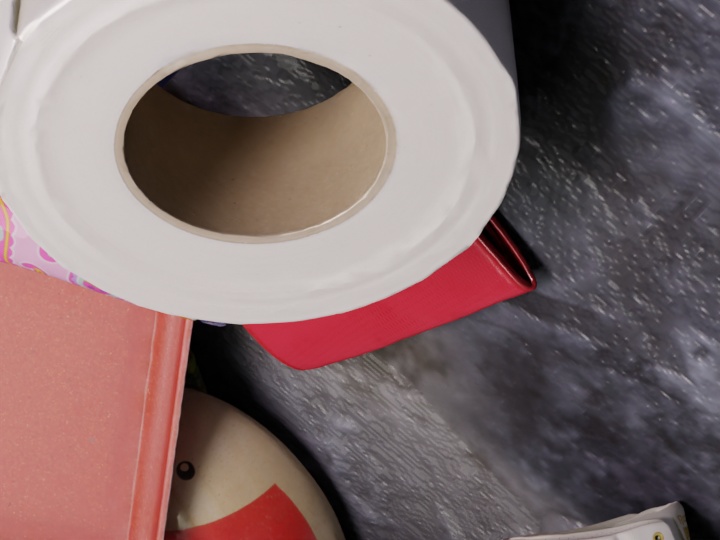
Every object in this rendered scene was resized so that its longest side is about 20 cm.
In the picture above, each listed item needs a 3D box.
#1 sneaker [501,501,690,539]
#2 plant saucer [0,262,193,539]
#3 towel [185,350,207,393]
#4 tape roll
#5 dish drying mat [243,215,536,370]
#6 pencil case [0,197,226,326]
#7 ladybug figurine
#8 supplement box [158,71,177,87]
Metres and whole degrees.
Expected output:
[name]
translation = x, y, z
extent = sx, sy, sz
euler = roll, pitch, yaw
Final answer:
[sneaker]
translation = 0.154, 0.161, 1.189
extent = 0.199, 0.116, 0.074
euler = 5, 176, -5
[plant saucer]
translation = -0.185, 0.057, 1.310
extent = 0.199, 0.037, 0.201
euler = 8, 106, -3
[towel]
translation = -0.103, 0.102, 1.452
extent = 0.086, 0.018, 0.200
euler = 21, 144, 31
[tape roll]
translation = -0.041, -0.070, 1.018
extent = 0.201, 0.071, 0.203
euler = -1, 139, -1
[dish drying mat]
translation = 0.000, 0.000, 1.212
extent = 0.077, 0.018, 0.200
euler = 49, 147, -11
[pencil case]
translation = -0.143, -0.043, 1.197
extent = 0.199, 0.088, 0.088
euler = 17, 148, -4
[ladybug figurine]
translation = -0.076, 0.145, 1.407
extent = 0.135, 0.072, 0.200
euler = 3, 137, 30
[supplement box]
translation = -0.138, -0.157, 1.079
extent = 0.109, 0.109, 0.200
euler = 25, 146, 26
